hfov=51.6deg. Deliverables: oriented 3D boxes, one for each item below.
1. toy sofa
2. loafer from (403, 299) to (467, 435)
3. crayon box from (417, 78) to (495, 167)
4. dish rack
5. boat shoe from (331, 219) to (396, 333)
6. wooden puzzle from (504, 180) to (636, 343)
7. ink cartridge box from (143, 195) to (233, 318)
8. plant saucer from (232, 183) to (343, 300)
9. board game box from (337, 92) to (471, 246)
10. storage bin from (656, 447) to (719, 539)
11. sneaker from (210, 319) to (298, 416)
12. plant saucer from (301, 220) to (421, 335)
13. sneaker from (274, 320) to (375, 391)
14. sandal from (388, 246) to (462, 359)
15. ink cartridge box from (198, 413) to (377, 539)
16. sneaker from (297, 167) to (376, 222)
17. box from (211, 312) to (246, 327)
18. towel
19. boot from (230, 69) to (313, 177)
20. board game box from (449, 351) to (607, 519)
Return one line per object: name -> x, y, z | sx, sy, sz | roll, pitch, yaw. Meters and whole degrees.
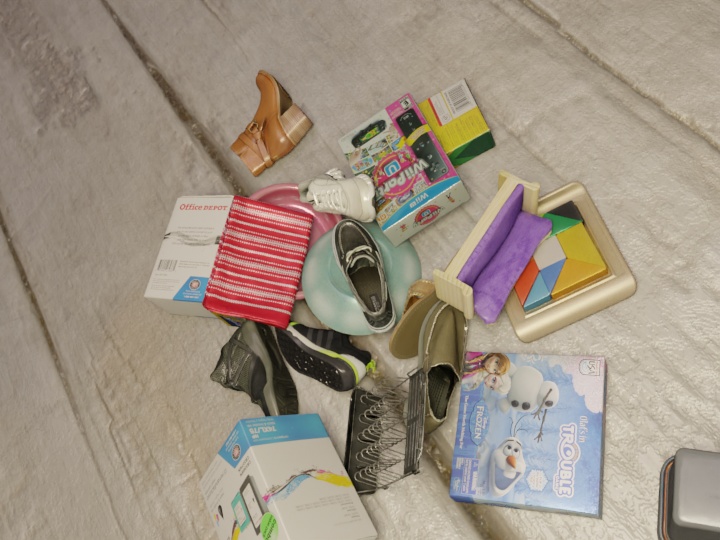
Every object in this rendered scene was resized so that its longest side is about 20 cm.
toy sofa -> 0.193, -0.032, 1.057 | 0.096, 0.083, 0.202 | 29, 72, 23
loafer -> 0.120, 0.135, 1.059 | 0.069, 0.074, 0.205 | -23, 48, 59
crayon box -> 0.116, -0.224, 1.270 | 0.196, 0.051, 0.129 | -26, 57, 11
dish rack -> 0.034, 0.219, 1.020 | 0.053, 0.200, 0.157 | 12, 63, -16
boat shoe -> 0.007, -0.006, 1.124 | 0.070, 0.071, 0.203 | -22, 60, -5
wooden puzzle -> 0.280, -0.019, 1.095 | 0.181, 0.037, 0.204 | -26, 57, 12
ink cartridge box -> -0.285, -0.026, 1.346 | 0.141, 0.084, 0.205 | 3, 67, 27
plant saucer -> -0.120, -0.045, 1.253 | 0.194, 0.051, 0.206 | 3, 72, -9
board game box -> 0.068, -0.164, 1.196 | 0.146, 0.064, 0.203 | -31, 60, 9
storage bin -> 0.433, 0.252, 0.825 | 0.195, 0.135, 0.149 | 2, 66, 26
sneaker -> -0.171, 0.185, 1.194 | 0.113, 0.076, 0.202 | -38, 59, 16
plant saucer -> 0.000, 0.000, 1.185 | 0.195, 0.039, 0.206 | -2, 64, 4
sneaker -> -0.055, 0.127, 1.183 | 0.082, 0.073, 0.198 | -30, 42, -34
sandal -> 0.106, 0.040, 1.142 | 0.213, 0.078, 0.069 | -49, 34, -7
ink cartridge box -> -0.102, 0.325, 1.014 | 0.148, 0.144, 0.202 | -55, 50, 28
sneaker -> -0.036, -0.115, 1.172 | 0.079, 0.077, 0.199 | -11, 15, -24
box -> -0.195, -0.007, 1.301 | 0.063, 0.070, 0.205 | 3, 67, 26
towel -> -0.162, -0.015, 1.197 | 0.141, 0.023, 0.205 | 14, 69, -6
boot -> -0.192, -0.286, 1.449 | 0.155, 0.077, 0.201 | -42, 62, 6
board game box -> 0.226, 0.214, 1.000 | 0.194, 0.043, 0.205 | -1, 65, 24
